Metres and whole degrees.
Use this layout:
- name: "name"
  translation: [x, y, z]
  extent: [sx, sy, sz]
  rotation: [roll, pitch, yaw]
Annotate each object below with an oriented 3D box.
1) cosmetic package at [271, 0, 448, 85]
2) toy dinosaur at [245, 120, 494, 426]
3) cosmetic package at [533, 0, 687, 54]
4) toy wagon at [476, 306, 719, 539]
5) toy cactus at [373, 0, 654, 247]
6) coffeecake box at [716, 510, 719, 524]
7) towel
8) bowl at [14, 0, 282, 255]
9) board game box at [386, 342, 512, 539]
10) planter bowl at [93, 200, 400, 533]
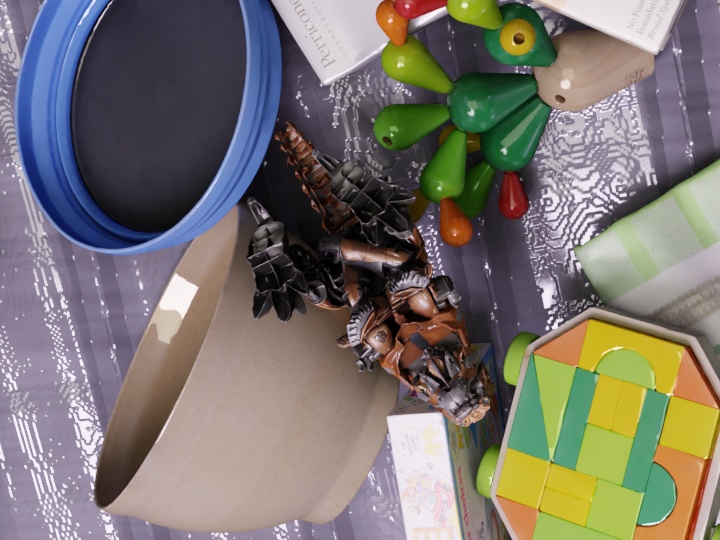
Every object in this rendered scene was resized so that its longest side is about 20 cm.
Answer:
- name: "cosmetic package"
  translation: [0.041, -0.199, 0.988]
  extent: [0.200, 0.074, 0.102]
  rotation: [-31, 94, 21]
- name: "toy dinosaur"
  translation: [0.000, 0.000, 0.966]
  extent: [0.200, 0.136, 0.102]
  rotation: [34, 91, 30]
- name: "cosmetic package"
  translation: [0.088, -0.202, 0.896]
  extent: [0.200, 0.071, 0.105]
  rotation: [24, 112, 8]
- name: "toy wagon"
  translation: [0.141, 0.126, 0.979]
  extent: [0.155, 0.040, 0.201]
  rotation: [17, 96, 26]
- name: "toy cactus"
  translation: [0.089, -0.099, 0.975]
  extent: [0.165, 0.102, 0.200]
  rotation: [-18, 135, -8]
- name: "coffeecake box"
  translation: [0.199, 0.193, 1.048]
  extent: [0.199, 0.073, 0.154]
  rotation: [4, 105, 15]
- name: "towel"
  translation: [0.230, 0.035, 0.979]
  extent: [0.149, 0.031, 0.200]
  rotation: [-32, 78, 10]
- name: "bowl"
  translation: [-0.128, -0.108, 1.037]
  extent: [0.200, 0.039, 0.201]
  rotation: [-6, 80, 38]
- name: "board game box"
  translation: [0.064, 0.159, 1.047]
  extent: [0.034, 0.134, 0.201]
  rotation: [-5, 103, 18]
- name: "planter bowl"
  translation: [-0.059, 0.074, 1.044]
  extent: [0.134, 0.200, 0.201]
  rotation: [24, 112, -16]
